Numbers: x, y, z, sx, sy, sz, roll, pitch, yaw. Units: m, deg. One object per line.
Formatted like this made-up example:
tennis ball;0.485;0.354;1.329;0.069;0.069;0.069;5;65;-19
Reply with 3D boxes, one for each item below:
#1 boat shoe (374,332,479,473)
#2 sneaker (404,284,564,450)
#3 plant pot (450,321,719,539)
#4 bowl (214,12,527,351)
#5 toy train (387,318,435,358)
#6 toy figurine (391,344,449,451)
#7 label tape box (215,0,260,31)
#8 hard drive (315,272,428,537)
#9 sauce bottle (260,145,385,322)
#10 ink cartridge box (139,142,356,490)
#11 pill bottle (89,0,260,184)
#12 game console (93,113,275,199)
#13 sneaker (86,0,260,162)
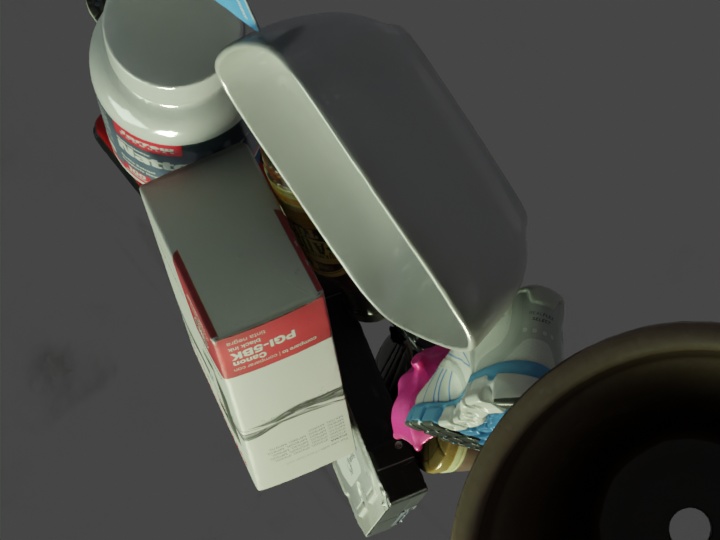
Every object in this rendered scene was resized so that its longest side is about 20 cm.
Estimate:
boat shoe;0.057;0.108;1.301;0.064;0.074;0.200;18;-165;-20
sneaker;0.082;0.057;0.989;0.074;0.088;0.200;15;164;-11
plant pot;0.141;0.121;0.719;0.201;0.200;0.175;51;-173;5
bowl;0.011;-0.060;0.928;0.201;0.074;0.200;54;169;-13
toy train;0.000;0.000;1.290;0.200;0.034;0.046;46;165;31
toy figurine;0.098;0.130;1.142;0.186;0.149;0.200;64;-163;14
label tape box;-0.104;-0.236;0.877;0.200;0.066;0.144;44;166;37
hard drive;-0.012;0.097;1.300;0.140;0.037;0.202;114;134;-71
sauce bottle;-0.014;-0.031;1.164;0.066;0.066;0.201;44;167;36
ink cartridge box;-0.075;0.037;1.171;0.201;0.082;0.148;80;165;-53
pill bottle;-0.123;-0.133;1.148;0.120;0.119;0.200;51;170;9
game console;-0.115;-0.053;1.413;0.200;0.172;0.119;49;143;15
sneaker;-0.134;-0.152;1.314;0.201;0.077;0.085;59;-179;9
